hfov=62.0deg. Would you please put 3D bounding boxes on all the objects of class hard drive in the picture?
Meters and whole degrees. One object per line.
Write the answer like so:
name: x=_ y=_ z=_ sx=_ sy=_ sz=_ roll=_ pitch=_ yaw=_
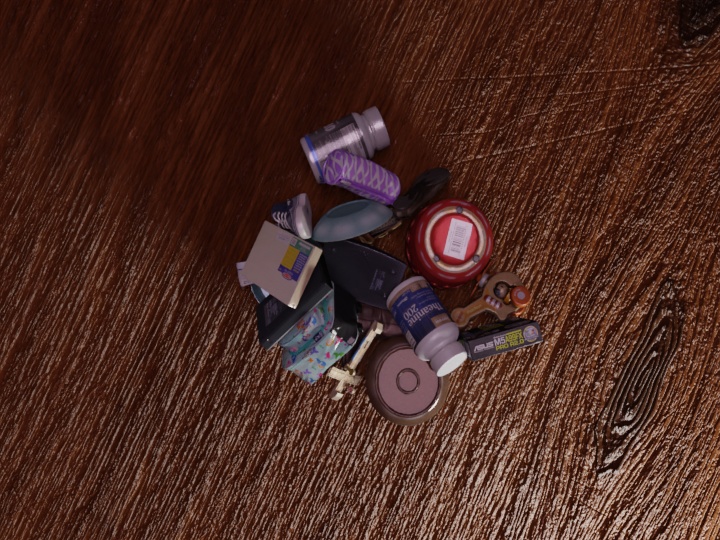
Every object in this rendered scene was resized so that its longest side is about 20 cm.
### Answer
hard drive: x=0.000 y=0.000 z=1.383 sx=0.194 sy=0.043 sz=0.138 roll=19 pitch=118 yaw=0
hard drive: x=-0.147 y=0.060 z=1.301 sx=0.199 sy=0.141 sz=0.033 roll=-43 pitch=121 yaw=14

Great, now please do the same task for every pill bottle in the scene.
pill bottle: x=-0.035 y=-0.297 z=1.408 sx=0.195 sy=0.114 sz=0.117 roll=-26 pitch=87 yaw=-1
pill bottle: x=0.148 y=0.123 z=1.320 sx=0.109 sy=0.111 sz=0.203 roll=-32 pitch=63 yaw=0

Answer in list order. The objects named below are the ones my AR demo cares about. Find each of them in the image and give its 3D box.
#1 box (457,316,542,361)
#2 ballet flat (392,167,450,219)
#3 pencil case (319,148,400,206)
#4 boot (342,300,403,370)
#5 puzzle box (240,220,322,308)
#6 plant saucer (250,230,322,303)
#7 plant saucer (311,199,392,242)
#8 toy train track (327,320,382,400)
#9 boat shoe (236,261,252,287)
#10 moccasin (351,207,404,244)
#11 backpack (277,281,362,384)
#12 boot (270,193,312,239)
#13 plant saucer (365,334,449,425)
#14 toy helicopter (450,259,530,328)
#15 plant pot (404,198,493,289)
box: x=0.301 y=0.149 z=1.338 sx=0.155 sy=0.200 sz=0.046 roll=-16 pitch=88 yaw=1
ballet flat: x=0.144 y=-0.178 z=1.405 sx=0.066 sy=0.047 sz=0.199 roll=20 pitch=49 yaw=36
pencil case: x=0.005 y=-0.209 z=1.368 sx=0.085 sy=0.196 sz=0.087 roll=-53 pitch=46 yaw=26
boot: x=0.055 y=0.169 z=1.415 sx=0.192 sy=0.064 sz=0.194 roll=7 pitch=90 yaw=-4
puzzle box: x=-0.174 y=-0.016 z=1.293 sx=0.197 sy=0.025 sz=0.136 roll=27 pitch=90 yaw=44
plant saucer: x=-0.169 y=0.009 z=1.439 sx=0.192 sy=0.027 sz=0.208 roll=0 pitch=88 yaw=1
plant saucer: x=-0.024 y=-0.122 z=1.354 sx=0.194 sy=0.202 sz=0.040 roll=-18 pitch=111 yaw=0
toy train track: x=-0.004 y=0.208 z=1.346 sx=0.032 sy=0.114 sz=0.204 roll=34 pitch=94 yaw=40
boat shoe: x=-0.192 y=0.014 z=1.389 sx=0.194 sy=0.075 sz=0.090 roll=-7 pitch=93 yaw=7
moccasin: x=0.013 y=-0.094 z=1.415 sx=0.194 sy=0.078 sz=0.076 roll=-16 pitch=87 yaw=0
backpack: x=-0.103 y=0.142 z=1.342 sx=0.148 sy=0.180 sz=0.202 roll=28 pitch=117 yaw=-21
boot: x=-0.160 y=-0.114 z=1.369 sx=0.087 sy=0.201 sz=0.075 roll=-16 pitch=111 yaw=4
plant saucer: x=0.107 y=0.250 z=1.361 sx=0.192 sy=0.034 sz=0.209 roll=0 pitch=87 yaw=1
toy helicopter: x=0.290 y=0.066 z=1.402 sx=0.195 sy=0.079 sz=0.135 roll=-27 pitch=70 yaw=-8
plant pot: x=0.199 y=-0.063 z=1.362 sx=0.192 sy=0.183 sz=0.209 roll=0 pitch=86 yaw=3
